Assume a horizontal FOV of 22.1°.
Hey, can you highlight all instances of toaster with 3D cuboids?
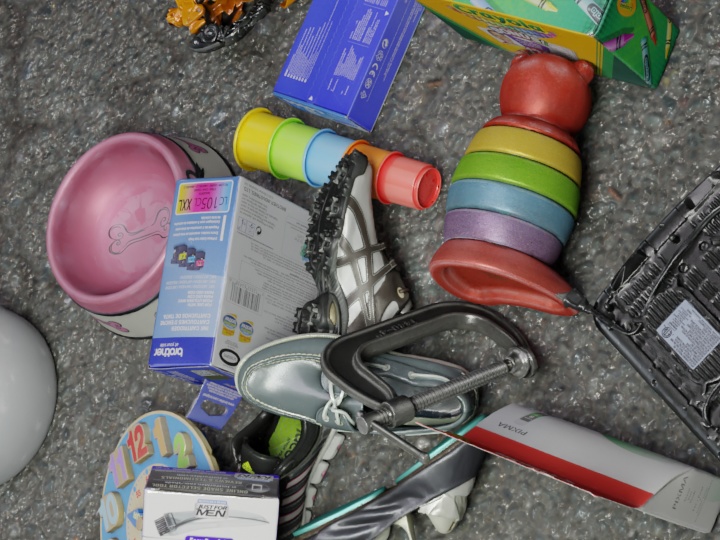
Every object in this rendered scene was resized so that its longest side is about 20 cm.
[{"bbox_3d":[0.283,0.030,1.338,0.181,0.119,0.200,-48,55,10],"label":"toaster"}]

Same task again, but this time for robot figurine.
[{"bbox_3d":[-0.102,-0.291,1.743,0.200,0.058,0.145,-37,57,18],"label":"robot figurine"}]

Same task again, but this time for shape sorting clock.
[{"bbox_3d":[-0.176,0.222,1.603,0.200,0.039,0.201,-15,71,52],"label":"shape sorting clock"}]

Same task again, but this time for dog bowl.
[{"bbox_3d":[-0.210,-0.040,1.721,0.199,0.074,0.201,-11,69,31],"label":"dog bowl"}]

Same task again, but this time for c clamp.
[{"bbox_3d":[0.061,0.082,1.443,0.171,0.200,0.027,28,129,40],"label":"c clamp"}]

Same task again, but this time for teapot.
[{"bbox_3d":[-0.398,0.116,1.751,0.197,0.146,0.200,-37,58,19],"label":"teapot"}]

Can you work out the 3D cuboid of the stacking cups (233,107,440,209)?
[{"bbox_3d":[-0.021,-0.091,1.624,0.200,0.060,0.061,21,87,34],"label":"stacking cups"}]

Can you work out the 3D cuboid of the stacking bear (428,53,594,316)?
[{"bbox_3d":[0.133,-0.079,1.488,0.121,0.114,0.201,8,74,35],"label":"stacking bear"}]

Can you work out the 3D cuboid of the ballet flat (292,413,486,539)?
[{"bbox_3d":[0.039,0.192,1.487,0.200,0.073,0.073,-33,58,13],"label":"ballet flat"}]

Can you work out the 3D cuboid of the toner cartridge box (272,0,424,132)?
[{"bbox_3d":[0.004,-0.233,1.661,0.095,0.043,0.201,22,87,38],"label":"toner cartridge box"}]

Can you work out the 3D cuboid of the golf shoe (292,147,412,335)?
[{"bbox_3d":[0.000,0.000,1.564,0.078,0.094,0.201,172,107,-72],"label":"golf shoe"}]

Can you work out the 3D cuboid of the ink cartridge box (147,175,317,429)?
[{"bbox_3d":[-0.106,0.033,1.587,0.076,0.136,0.201,-4,72,34],"label":"ink cartridge box"}]

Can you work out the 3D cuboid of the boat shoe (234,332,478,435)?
[{"bbox_3d":[-0.004,0.096,1.480,0.199,0.062,0.073,6,102,1],"label":"boat shoe"}]

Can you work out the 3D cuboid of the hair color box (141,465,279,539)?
[{"bbox_3d":[-0.126,0.266,1.497,0.109,0.065,0.201,5,103,-2],"label":"hair color box"}]

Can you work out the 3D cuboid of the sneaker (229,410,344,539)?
[{"bbox_3d":[-0.079,0.178,1.551,0.074,0.087,0.201,22,88,37],"label":"sneaker"}]

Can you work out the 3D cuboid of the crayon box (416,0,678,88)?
[{"bbox_3d":[0.146,-0.216,1.512,0.200,0.119,0.058,21,86,37],"label":"crayon box"}]

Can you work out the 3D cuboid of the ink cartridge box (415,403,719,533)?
[{"bbox_3d":[0.157,0.133,1.337,0.161,0.200,0.050,19,85,36],"label":"ink cartridge box"}]
